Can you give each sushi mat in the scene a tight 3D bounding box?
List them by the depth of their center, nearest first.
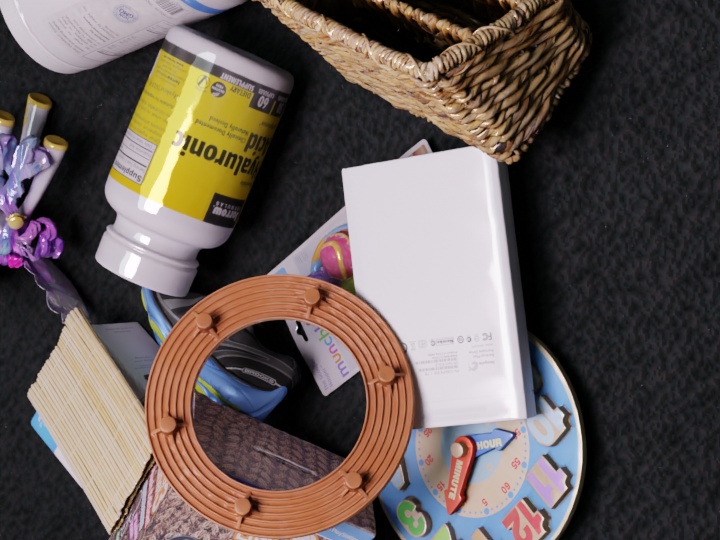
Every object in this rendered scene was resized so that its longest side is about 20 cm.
[{"bbox_3d":[-0.220,0.120,1.558,0.200,0.012,0.096,48,117,47],"label":"sushi mat"}]

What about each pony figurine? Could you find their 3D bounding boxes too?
[{"bbox_3d":[-0.314,-0.038,1.671,0.201,0.166,0.193,-70,25,20],"label":"pony figurine"}]

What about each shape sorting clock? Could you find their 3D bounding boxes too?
[{"bbox_3d":[0.083,0.133,1.435,0.199,0.039,0.201,1,92,36],"label":"shape sorting clock"}]

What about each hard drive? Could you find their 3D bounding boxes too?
[{"bbox_3d":[0.057,0.015,1.412,0.131,0.027,0.201,-8,87,30],"label":"hard drive"}]

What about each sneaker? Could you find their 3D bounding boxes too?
[{"bbox_3d":[-0.117,0.055,1.567,0.199,0.083,0.071,40,156,42],"label":"sneaker"}]

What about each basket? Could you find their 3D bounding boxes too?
[{"bbox_3d":[0.050,-0.193,1.356,0.200,0.149,0.143,32,87,39],"label":"basket"}]

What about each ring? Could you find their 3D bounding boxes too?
[{"bbox_3d":[-0.060,0.096,1.393,0.199,0.019,0.202,-1,71,2],"label":"ring"}]

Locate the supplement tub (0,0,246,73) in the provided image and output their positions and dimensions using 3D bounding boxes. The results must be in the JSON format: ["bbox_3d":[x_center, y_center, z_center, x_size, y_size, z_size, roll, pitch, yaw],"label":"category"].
[{"bbox_3d":[-0.188,-0.252,1.564,0.199,0.132,0.133,-16,82,35],"label":"supplement tub"}]

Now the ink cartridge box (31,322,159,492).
[{"bbox_3d":[-0.179,0.152,1.610,0.200,0.067,0.116,46,115,26],"label":"ink cartridge box"}]

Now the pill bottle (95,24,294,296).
[{"bbox_3d":[-0.139,-0.086,1.530,0.111,0.111,0.201,28,99,32],"label":"pill bottle"}]

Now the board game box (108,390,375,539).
[{"bbox_3d":[-0.105,0.225,1.490,0.201,0.159,0.097,-59,16,22],"label":"board game box"}]

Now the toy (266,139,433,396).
[{"bbox_3d":[0.000,0.000,1.486,0.200,0.047,0.116,-39,68,30],"label":"toy"}]
